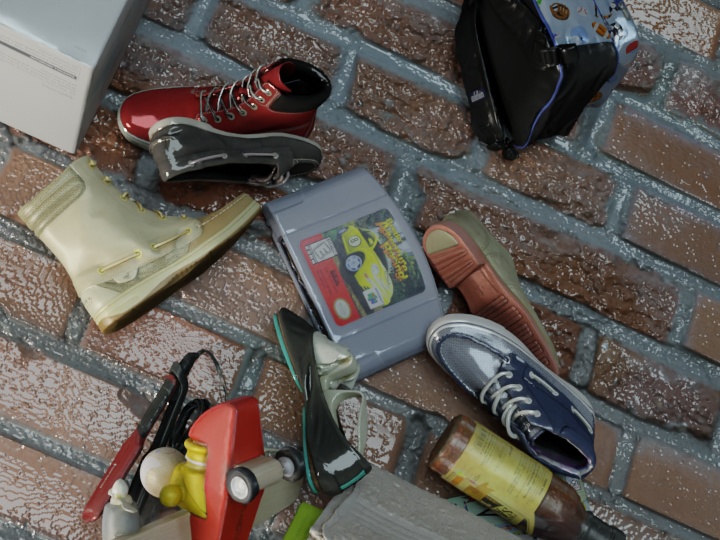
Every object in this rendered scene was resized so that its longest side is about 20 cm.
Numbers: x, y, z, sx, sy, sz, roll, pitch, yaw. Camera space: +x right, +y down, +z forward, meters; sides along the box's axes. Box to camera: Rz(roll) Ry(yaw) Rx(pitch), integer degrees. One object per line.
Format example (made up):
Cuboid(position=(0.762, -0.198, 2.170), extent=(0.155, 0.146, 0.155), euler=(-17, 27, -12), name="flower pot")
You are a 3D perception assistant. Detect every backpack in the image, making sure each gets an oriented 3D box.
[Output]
Cuboid(position=(0.190, -0.250, 1.422), extent=(0.153, 0.200, 0.192), euler=(-18, 71, -25), name="backpack")

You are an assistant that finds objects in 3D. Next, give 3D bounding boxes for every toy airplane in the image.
Cuboid(position=(-0.141, 0.214, 1.193), extent=(0.141, 0.200, 0.200), euler=(32, 74, 29), name="toy airplane")

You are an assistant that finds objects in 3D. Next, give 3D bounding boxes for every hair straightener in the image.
Cuboid(position=(-0.180, 0.162, 1.264), extent=(0.077, 0.041, 0.201), euler=(39, 59, -24), name="hair straightener")

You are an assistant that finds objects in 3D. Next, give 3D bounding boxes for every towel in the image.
Cuboid(position=(0.060, 0.250, 1.223), extent=(0.198, 0.035, 0.133), euler=(24, 31, 11), name="towel")

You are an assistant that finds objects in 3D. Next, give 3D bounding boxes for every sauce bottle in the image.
Cuboid(position=(0.160, 0.214, 1.289), extent=(0.199, 0.066, 0.066), euler=(34, 67, -1), name="sauce bottle")

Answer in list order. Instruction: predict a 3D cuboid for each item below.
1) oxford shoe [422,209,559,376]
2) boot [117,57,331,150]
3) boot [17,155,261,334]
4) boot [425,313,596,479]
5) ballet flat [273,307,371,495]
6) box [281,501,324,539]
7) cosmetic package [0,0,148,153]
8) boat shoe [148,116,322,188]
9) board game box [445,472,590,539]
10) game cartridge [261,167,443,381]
Cuboid(position=(0.147, 0.023, 1.379), extent=(0.074, 0.071, 0.201), euler=(-38, 96, -46), name="oxford shoe")
Cuboid(position=(-0.133, -0.167, 1.320), extent=(0.198, 0.144, 0.073), euler=(-1, 73, -15), name="boot")
Cuboid(position=(-0.209, -0.054, 1.303), extent=(0.199, 0.073, 0.156), euler=(-37, 84, -20), name="boot")
Cuboid(position=(0.150, 0.121, 1.317), extent=(0.199, 0.073, 0.091), euler=(31, 25, -11), name="boot")
Cuboid(position=(-0.030, 0.116, 1.277), extent=(0.068, 0.068, 0.202), euler=(-19, 59, 7), name="ballet flat")
Cuboid(position=(0.015, 0.293, 1.210), extent=(0.198, 0.048, 0.122), euler=(22, 30, 6), name="box")
Cuboid(position=(-0.273, -0.251, 1.277), extent=(0.122, 0.200, 0.201), euler=(24, 68, -9), name="cosmetic package")
Cuboid(position=(-0.118, -0.102, 1.323), extent=(0.199, 0.067, 0.058), euler=(6, 65, -40), name="boat shoe")
Cuboid(position=(0.138, 0.279, 1.312), extent=(0.198, 0.029, 0.136), euler=(-10, 74, -19), name="board game box")
Cuboid(position=(0.000, 0.000, 1.363), extent=(0.132, 0.041, 0.201), euler=(-22, 79, -25), name="game cartridge")
